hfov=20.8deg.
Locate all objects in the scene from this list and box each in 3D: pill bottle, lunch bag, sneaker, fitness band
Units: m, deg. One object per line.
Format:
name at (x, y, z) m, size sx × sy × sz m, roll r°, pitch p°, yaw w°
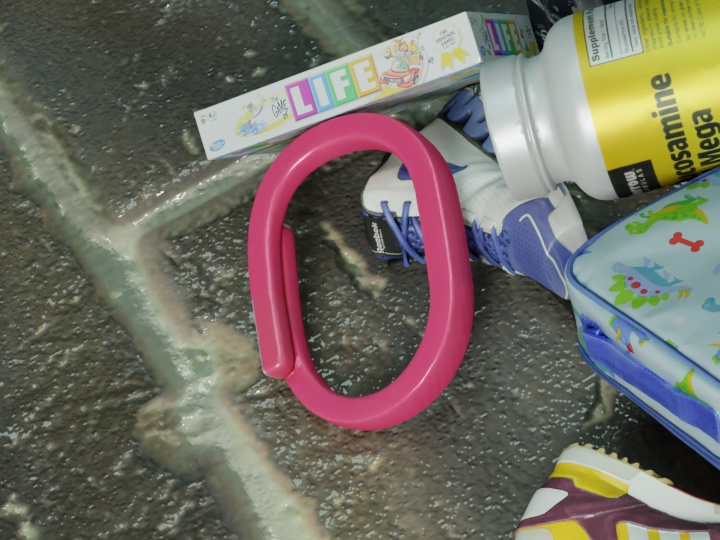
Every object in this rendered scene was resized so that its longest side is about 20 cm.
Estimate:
pill bottle at (0.176, -0.106, 1.149) m, size 0.199 × 0.113 × 0.113 m, roll -15°, pitch 44°, yaw 13°
lunch bag at (0.213, 0.027, 1.046) m, size 0.160 × 0.083 × 0.200 m, roll -30°, pitch 36°, yaw -19°
sneaker at (0.066, -0.030, 1.262) m, size 0.115 × 0.081 × 0.200 m, roll -30°, pitch 39°, yaw -6°
fitness band at (0.000, 0.000, 1.219) m, size 0.143 × 0.037 × 0.201 m, roll -19°, pitch 66°, yaw 25°
sneaker at (0.173, 0.167, 1.044) m, size 0.199 × 0.075 × 0.090 m, roll 18°, pitch 66°, yaw 37°

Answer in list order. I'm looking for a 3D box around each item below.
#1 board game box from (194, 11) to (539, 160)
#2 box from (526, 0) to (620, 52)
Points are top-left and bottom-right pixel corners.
board game box at (0.007, -0.122, 1.300) m, size 0.199 × 0.034 × 0.134 m, roll -18°, pitch 0°, yaw 22°
box at (0.204, -0.193, 1.277) m, size 0.181 × 0.201 × 0.104 m, roll 24°, pitch 57°, yaw 36°
